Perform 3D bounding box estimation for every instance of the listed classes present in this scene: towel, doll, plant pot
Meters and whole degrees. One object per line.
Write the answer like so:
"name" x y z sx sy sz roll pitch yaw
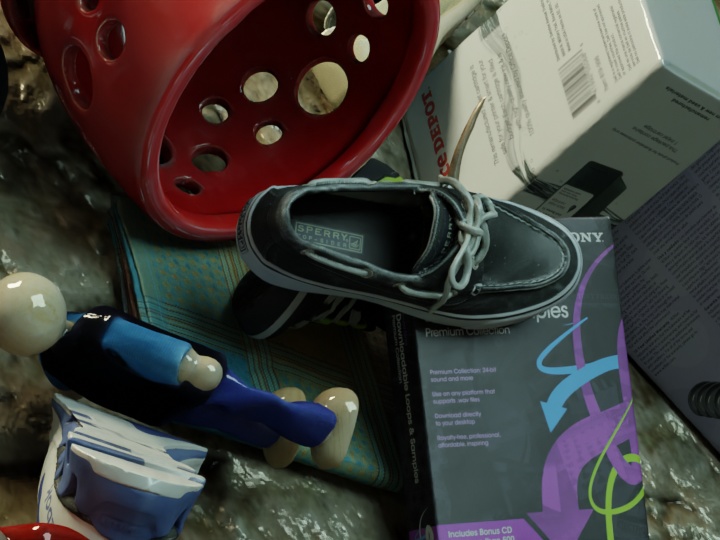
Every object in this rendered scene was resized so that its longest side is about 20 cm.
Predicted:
"towel" -0.049 0.046 1.627 0.200 0.022 0.147 22 39 -36
"doll" -0.102 0.051 1.459 0.200 0.136 0.049 24 72 -38
"plant pot" -0.088 -0.143 1.622 0.200 0.201 0.182 -2 38 -51

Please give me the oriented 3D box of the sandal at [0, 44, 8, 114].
"sandal" -0.225 -0.086 1.542 0.076 0.043 0.200 39 32 -12

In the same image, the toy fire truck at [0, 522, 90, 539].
"toy fire truck" -0.189 0.120 1.248 0.176 0.129 0.201 14 73 -41

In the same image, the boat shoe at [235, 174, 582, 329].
"boat shoe" 0.037 -0.017 1.565 0.199 0.068 0.074 13 74 -25

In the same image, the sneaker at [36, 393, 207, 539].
"sneaker" -0.126 0.128 1.386 0.080 0.115 0.199 21 3 -5

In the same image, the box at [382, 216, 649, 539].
"box" 0.084 0.070 1.635 0.143 0.036 0.201 -2 79 -32

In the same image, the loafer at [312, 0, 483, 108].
"loafer" 0.021 -0.161 1.893 0.068 0.076 0.200 47 31 -10

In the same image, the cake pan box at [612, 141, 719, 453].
"cake pan box" 0.249 0.005 1.858 0.184 0.200 0.052 45 34 3

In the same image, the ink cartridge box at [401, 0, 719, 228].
"ink cartridge box" 0.127 -0.100 1.833 0.083 0.200 0.147 26 37 -35

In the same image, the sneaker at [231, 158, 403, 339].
"sneaker" 0.000 0.000 1.652 0.083 0.072 0.200 49 31 -3

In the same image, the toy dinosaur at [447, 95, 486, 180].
"toy dinosaur" 0.056 0.016 1.695 0.106 0.060 0.200 -80 162 -56
